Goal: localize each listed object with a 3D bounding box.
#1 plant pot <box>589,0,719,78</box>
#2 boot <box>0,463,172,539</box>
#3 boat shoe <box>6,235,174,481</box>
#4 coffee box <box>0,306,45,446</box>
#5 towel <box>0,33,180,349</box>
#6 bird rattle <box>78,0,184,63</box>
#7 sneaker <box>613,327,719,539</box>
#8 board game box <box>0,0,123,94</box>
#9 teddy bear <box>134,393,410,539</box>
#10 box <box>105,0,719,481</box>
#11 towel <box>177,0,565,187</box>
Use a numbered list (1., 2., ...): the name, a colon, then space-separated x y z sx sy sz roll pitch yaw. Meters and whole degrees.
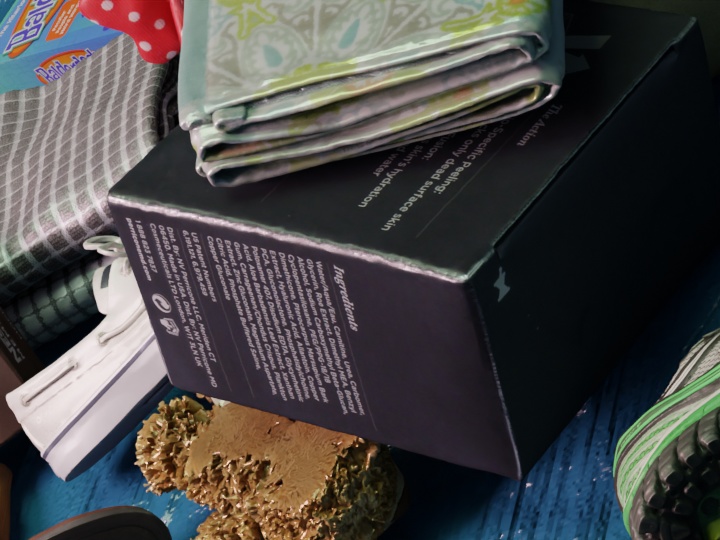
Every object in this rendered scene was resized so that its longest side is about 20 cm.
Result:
1. plant pot: 0.122 -0.155 1.391 0.200 0.200 0.135 -4 59 49
2. boot: -0.181 0.153 1.505 0.188 0.068 0.200 -43 18 8
3. boat shoe: -0.111 0.012 1.501 0.202 0.086 0.075 -45 -8 22
4. coffee box: -0.276 0.086 1.601 0.200 0.113 0.080 -37 2 5
5. towel: -0.161 -0.059 1.713 0.165 0.086 0.200 -32 30 18
6. bird rattle: -0.059 -0.187 1.643 0.112 0.199 0.164 1 82 59
7. sneaker: 0.176 0.032 1.175 0.200 0.078 0.085 -41 28 5
8. board game box: -0.152 -0.185 1.913 0.199 0.045 0.153 -10 42 46
9. teddy bear: -0.037 0.085 1.379 0.199 0.067 0.146 -1 59 52
10. box: 0.030 -0.028 1.302 0.199 0.118 0.197 13 44 35
11. towel: 0.006 -0.129 1.280 0.170 0.048 0.201 -14 45 15
